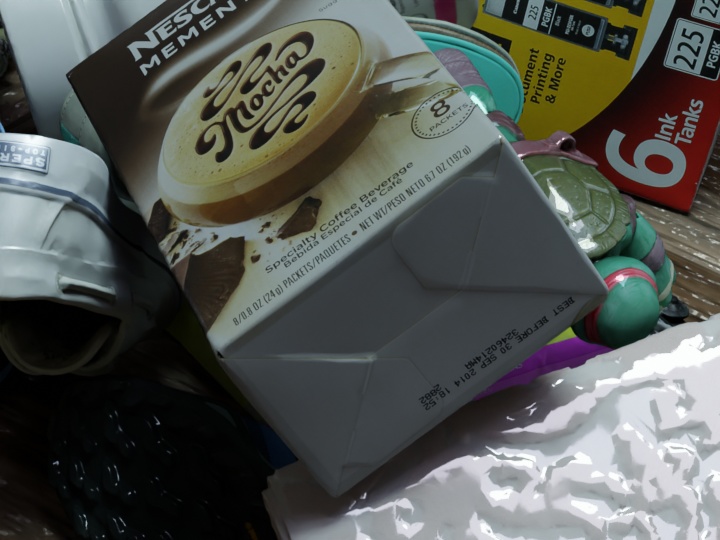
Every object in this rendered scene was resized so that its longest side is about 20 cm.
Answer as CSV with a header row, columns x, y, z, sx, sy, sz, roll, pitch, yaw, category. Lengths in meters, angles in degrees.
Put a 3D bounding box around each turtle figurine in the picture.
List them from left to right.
x,y,z,sx,sy,sz,roll,pitch,yaw,category
0.058,-0.006,0.919,0.149,0.101,0.200,-10,39,-31,turtle figurine

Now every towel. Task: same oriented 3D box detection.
x,y,z,sx,sy,sz,roll,pitch,yaw,category
0.091,0.118,0.794,0.199,0.032,0.192,-19,68,-8,towel

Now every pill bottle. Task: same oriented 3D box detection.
x,y,z,sx,sy,sz,roll,pitch,yaw,category
-0.059,-0.129,1.083,0.199,0.114,0.114,-18,39,-6,pill bottle

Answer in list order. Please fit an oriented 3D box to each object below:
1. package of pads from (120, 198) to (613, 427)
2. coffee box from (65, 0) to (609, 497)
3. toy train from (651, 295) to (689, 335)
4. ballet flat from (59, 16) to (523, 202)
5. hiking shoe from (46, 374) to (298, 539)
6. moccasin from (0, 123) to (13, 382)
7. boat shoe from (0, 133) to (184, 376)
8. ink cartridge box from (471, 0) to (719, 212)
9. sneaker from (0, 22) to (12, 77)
x,y,z,sx,sy,sz,roll,pitch,yaw,category
0.000,0.000,1.025,0.154,0.068,0.200,-15,43,-35,package of pads
-0.015,-0.031,0.847,0.113,0.080,0.200,-37,35,1,coffee box
0.083,-0.004,1.087,0.046,0.034,0.200,-11,40,-41,toy train
-0.028,-0.070,1.005,0.199,0.068,0.064,-10,21,-30,ballet flat
-0.022,0.094,0.895,0.199,0.075,0.087,24,8,21,hiking shoe
-0.178,-0.032,1.010,0.080,0.068,0.200,0,37,-19,moccasin
-0.111,0.007,0.904,0.073,0.066,0.200,2,-14,12,boat shoe
0.106,-0.153,1.168,0.175,0.201,0.084,18,34,8,ink cartridge box
-0.177,-0.119,1.155,0.200,0.077,0.089,-21,57,-32,sneaker
